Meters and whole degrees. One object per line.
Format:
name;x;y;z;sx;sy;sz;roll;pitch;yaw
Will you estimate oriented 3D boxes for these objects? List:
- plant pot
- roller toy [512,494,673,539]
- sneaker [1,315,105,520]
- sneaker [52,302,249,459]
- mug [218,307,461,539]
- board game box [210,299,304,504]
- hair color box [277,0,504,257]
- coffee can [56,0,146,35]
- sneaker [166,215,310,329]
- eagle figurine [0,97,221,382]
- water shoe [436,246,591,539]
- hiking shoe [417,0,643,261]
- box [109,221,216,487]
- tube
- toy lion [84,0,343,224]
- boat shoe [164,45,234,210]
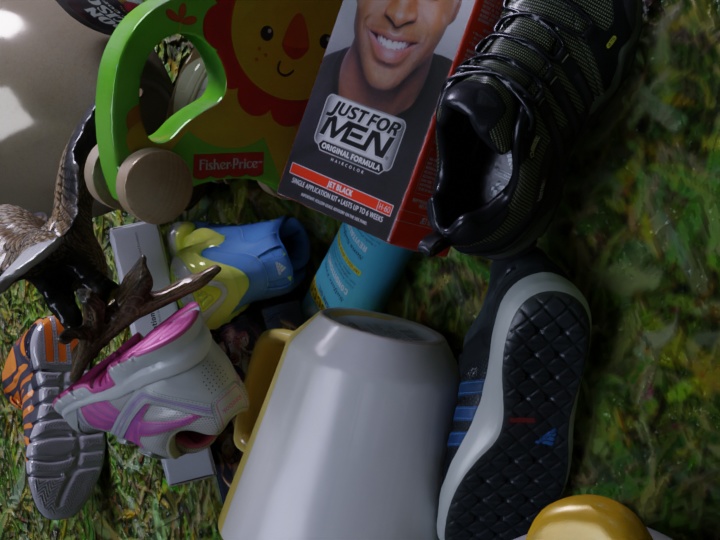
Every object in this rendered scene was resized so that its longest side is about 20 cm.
plant pot;-0.225;-0.124;1.061;0.134;0.200;0.201;20;111;36
roller toy;0.109;0.228;0.674;0.200;0.140;0.183;-43;68;31
sneaker;-0.311;0.149;1.309;0.112;0.077;0.201;-19;69;56
sneaker;-0.144;0.093;0.898;0.088;0.081;0.200;54;149;-7
mug;-0.019;0.103;0.840;0.186;0.149;0.154;16;100;20
board game box;-0.069;0.135;0.997;0.135;0.035;0.201;-23;80;54
hair color box;0.033;-0.120;0.765;0.101;0.061;0.200;25;98;39
coffee can;-0.129;-0.251;0.939;0.200;0.146;0.147;5;99;52
sneaker;-0.090;-0.004;0.997;0.200;0.105;0.076;-124;18;-73
eagle figurine;-0.208;-0.027;0.903;0.200;0.151;0.151;59;149;29
water shoe;0.090;0.081;0.781;0.079;0.071;0.200;-104;25;-59
hiking shoe;0.089;-0.096;0.688;0.076;0.101;0.200;22;104;24
box;-0.161;0.063;1.049;0.156;0.041;0.201;174;84;-79
tube;0.000;0.000;0.895;0.200;0.050;0.078;117;142;-45
toy lion;-0.072;-0.134;0.836;0.069;0.200;0.192;21;113;53
boat shoe;-0.113;-0.100;0.999;0.066;0.074;0.200;32;147;3
